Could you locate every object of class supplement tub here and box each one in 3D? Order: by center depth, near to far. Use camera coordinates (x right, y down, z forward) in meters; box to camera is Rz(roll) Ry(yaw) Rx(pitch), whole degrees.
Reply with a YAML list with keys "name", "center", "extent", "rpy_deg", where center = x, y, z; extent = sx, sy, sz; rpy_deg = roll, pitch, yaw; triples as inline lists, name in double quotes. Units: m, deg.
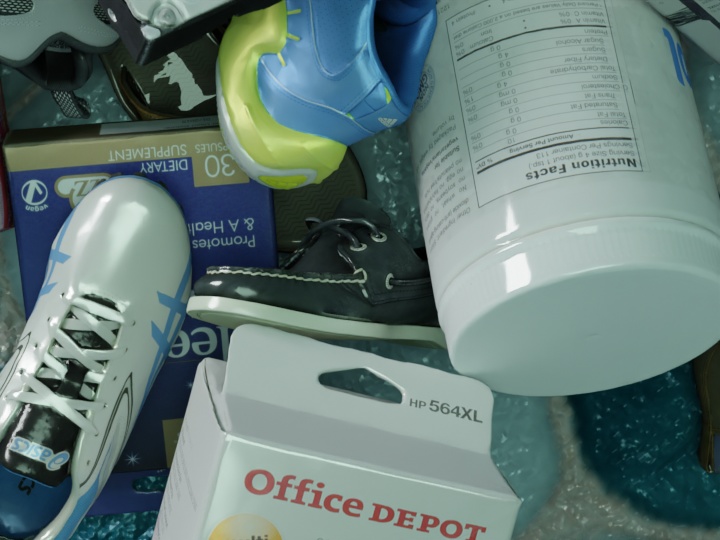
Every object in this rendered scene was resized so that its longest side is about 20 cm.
- name: "supplement tub"
  center: [0.086, -0.059, 0.884]
  extent: [0.132, 0.132, 0.200]
  rpy_deg: [-7, 64, -3]

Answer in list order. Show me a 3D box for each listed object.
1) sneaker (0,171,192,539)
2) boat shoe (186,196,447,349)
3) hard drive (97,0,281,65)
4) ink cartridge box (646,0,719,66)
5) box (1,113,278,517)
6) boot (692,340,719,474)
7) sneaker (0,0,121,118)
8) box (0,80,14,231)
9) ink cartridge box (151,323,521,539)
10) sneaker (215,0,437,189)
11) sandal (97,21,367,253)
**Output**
- name: "sneaker"
  center: [-0.129, 0.052, 0.887]
  extent: [0.072, 0.072, 0.200]
  rpy_deg: [22, 105, -10]
- name: "boat shoe"
  center: [0.002, 0.000, 0.908]
  extent: [0.199, 0.074, 0.066]
  rpy_deg: [6, 88, -42]
- name: "hard drive"
  center: [-0.076, -0.200, 0.800]
  extent: [0.140, 0.038, 0.200]
  rpy_deg: [-27, 84, -19]
- name: "ink cartridge box"
  center: [0.156, -0.186, 0.855]
  extent: [0.084, 0.200, 0.145]
  rpy_deg: [-14, 65, 32]
- name: "box"
  center: [-0.096, 0.028, 0.937]
  extent: [0.121, 0.032, 0.200]
  rpy_deg: [-5, 111, -4]
- name: "boot"
  center: [0.260, 0.060, 0.975]
  extent: [0.200, 0.075, 0.097]
  rpy_deg: [7, 104, 3]
- name: "sneaker"
  center: [-0.135, -0.138, 0.888]
  extent: [0.078, 0.200, 0.140]
  rpy_deg: [-2, 113, 27]
- name: "box"
  center: [-0.221, -0.109, 0.913]
  extent: [0.095, 0.100, 0.200]
  rpy_deg: [-9, 93, -3]
- name: "ink cartridge box"
  center: [-0.022, 0.134, 0.835]
  extent: [0.128, 0.125, 0.200]
  rpy_deg: [13, 99, -11]
- name: "sneaker"
  center: [-0.013, -0.138, 0.877]
  extent: [0.105, 0.076, 0.200]
  rpy_deg: [-16, 74, 29]
- name: "sandal"
  center: [-0.074, -0.091, 0.946]
  extent: [0.082, 0.055, 0.200]
  rpy_deg: [-34, 94, -1]
